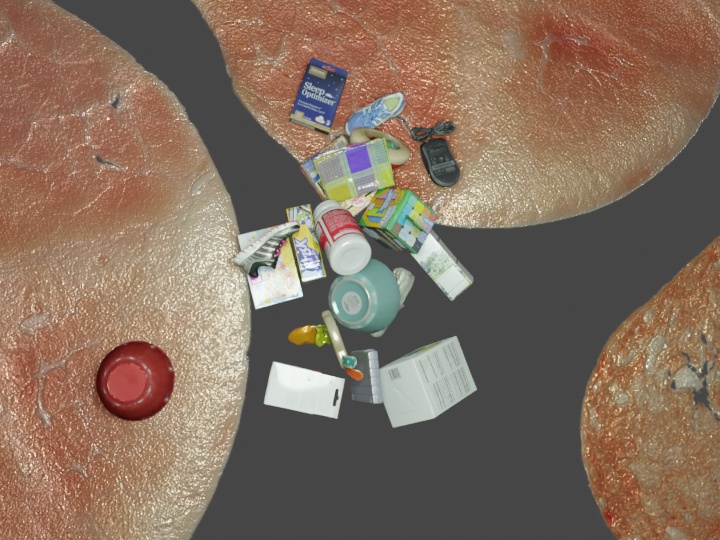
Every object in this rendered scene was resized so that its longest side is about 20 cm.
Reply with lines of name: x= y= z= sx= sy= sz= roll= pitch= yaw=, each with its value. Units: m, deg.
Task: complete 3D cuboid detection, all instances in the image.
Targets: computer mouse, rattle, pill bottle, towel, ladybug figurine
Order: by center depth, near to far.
rattle: x=-0.092 y=0.212 z=1.614 sx=0.140 sy=0.131 sz=0.202 roll=-10 pitch=55 yaw=-19
pill bottle: x=-0.054 y=-0.090 z=1.615 sx=0.110 sy=0.114 sz=0.201 roll=-18 pitch=44 yaw=-10
towel: x=-0.014 y=-0.261 z=1.668 sx=0.196 sy=0.023 sz=0.146 roll=-16 pitch=120 yaw=0
ladybug figurine: x=0.051 y=-0.331 z=1.738 sx=0.197 sy=0.073 sz=0.137 roll=9 pitch=38 yaw=-31
computer mouse: x=0.226 y=-0.322 z=1.802 sx=0.136 sy=0.053 sz=0.204 roll=-11 pitch=72 yaw=-8

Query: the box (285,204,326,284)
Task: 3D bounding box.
box: x=-0.148 y=-0.069 z=1.700 sx=0.069 sy=0.064 sz=0.204 roll=-13 pitch=84 yaw=-9

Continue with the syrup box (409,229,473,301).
syrup box: x=0.217 y=-0.023 z=1.729 sx=0.079 sy=0.081 sz=0.201 roll=-41 pitch=89 yaw=16

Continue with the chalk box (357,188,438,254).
chalk box: x=0.110 y=-0.131 z=1.663 sx=0.124 sy=0.199 sz=0.125 roll=37 pitch=78 yaw=-31

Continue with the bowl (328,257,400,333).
bowl: x=-0.005 y=0.072 z=1.635 sx=0.197 sy=0.105 sz=0.206 roll=3 pitch=97 yaw=24

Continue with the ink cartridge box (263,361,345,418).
ink cartridge box: x=-0.148 y=0.315 z=1.657 sx=0.196 sy=0.050 sz=0.111 roll=14 pitch=80 yaw=-8

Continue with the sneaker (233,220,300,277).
sneaker: x=-0.230 y=-0.053 z=1.643 sx=0.198 sy=0.074 sz=0.088 roll=-35 pitch=93 yaw=0

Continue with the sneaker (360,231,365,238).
sneaker: x=0.000 y=0.000 z=1.718 sx=0.077 sy=0.075 sz=0.204 roll=-17 pitch=79 yaw=3

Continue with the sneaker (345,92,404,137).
sneaker: x=0.040 y=-0.445 z=1.773 sx=0.198 sy=0.077 sz=0.076 roll=-36 pitch=90 yaw=-10

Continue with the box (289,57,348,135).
box: x=-0.115 y=-0.499 z=1.780 sx=0.119 sy=0.032 sz=0.204 roll=18 pitch=79 yaw=-6

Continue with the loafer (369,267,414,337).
loafer: x=0.088 y=0.093 z=1.712 sx=0.069 sy=0.070 sz=0.203 roll=27 pitch=91 yaw=-33

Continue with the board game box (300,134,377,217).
board game box: x=-0.051 y=-0.249 z=1.748 sx=0.150 sy=0.046 sz=0.202 roll=-35 pitch=89 yaw=-12

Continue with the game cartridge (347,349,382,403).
game cartridge: x=0.011 y=0.270 z=1.610 sx=0.038 sy=0.200 sz=0.133 roll=0 pitch=82 yaw=-16

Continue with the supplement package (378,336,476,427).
supplement package: x=0.166 y=0.283 z=1.614 sx=0.198 sy=0.151 sz=0.153 roll=-17 pitch=84 yaw=-47

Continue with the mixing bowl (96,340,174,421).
mixing bowl: x=-0.570 y=0.276 z=1.569 sx=0.196 sy=0.108 sz=0.205 roll=1 pitch=81 yaw=-9

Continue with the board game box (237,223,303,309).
board game box: x=-0.242 y=-0.010 z=1.693 sx=0.132 sy=0.034 sz=0.204 roll=-15 pitch=85 yaw=-10
